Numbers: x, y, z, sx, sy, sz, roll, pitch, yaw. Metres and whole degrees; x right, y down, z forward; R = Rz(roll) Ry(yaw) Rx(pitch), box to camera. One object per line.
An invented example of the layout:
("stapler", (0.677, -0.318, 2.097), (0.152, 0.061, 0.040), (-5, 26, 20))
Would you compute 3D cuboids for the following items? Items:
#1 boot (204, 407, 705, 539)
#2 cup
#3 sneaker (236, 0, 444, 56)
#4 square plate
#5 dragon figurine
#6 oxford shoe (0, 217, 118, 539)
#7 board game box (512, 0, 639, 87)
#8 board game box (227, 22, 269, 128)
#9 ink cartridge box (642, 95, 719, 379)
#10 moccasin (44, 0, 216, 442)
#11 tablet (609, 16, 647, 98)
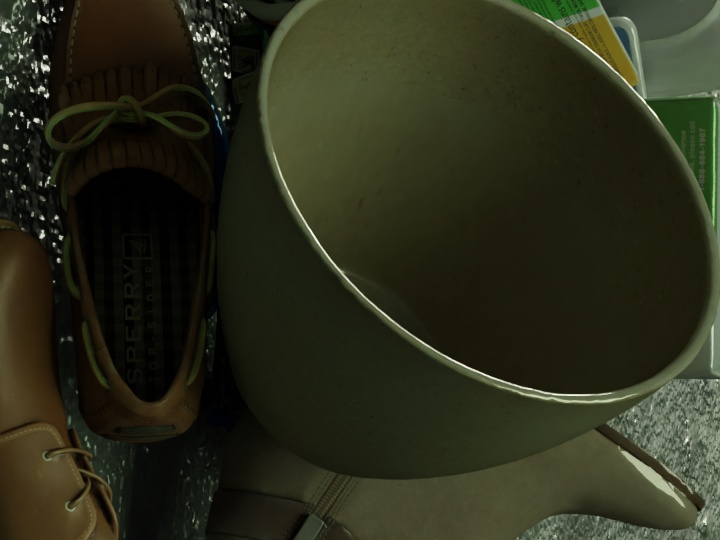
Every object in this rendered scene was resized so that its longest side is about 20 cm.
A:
("boot", (0.035, 0.111, 0.898), (0.147, 0.199, 0.070), (-59, 177, -17))
("cup", (0.020, 0.003, 0.810), (0.199, 0.143, 0.201), (18, 48, -21))
("sneaker", (-0.012, -0.131, 0.928), (0.079, 0.079, 0.200), (-66, -171, -7))
("square plate", (0.164, -0.180, 1.236), (0.028, 0.199, 0.199), (52, 44, -39))
("dragon figurine", (-0.062, -0.009, 0.913), (0.201, 0.058, 0.100), (72, 21, -46))
("oxford shoe", (-0.124, 0.079, 0.783), (0.071, 0.071, 0.201), (-1, 89, -62))
("board game box", (0.059, -0.168, 0.951), (0.153, 0.040, 0.200), (59, 5, -20))
("board game box", (-0.030, -0.024, 1.031), (0.105, 0.023, 0.201), (-8, 97, -63))
("ink cartridge box", (0.105, -0.014, 1.111), (0.084, 0.199, 0.147), (12, 79, -67))
("moccasin", (-0.093, -0.034, 0.818), (0.078, 0.073, 0.203), (124, -31, -68))
("tablet", (0.114, -0.049, 1.207), (0.014, 0.129, 0.201), (-54, 136, -60))
